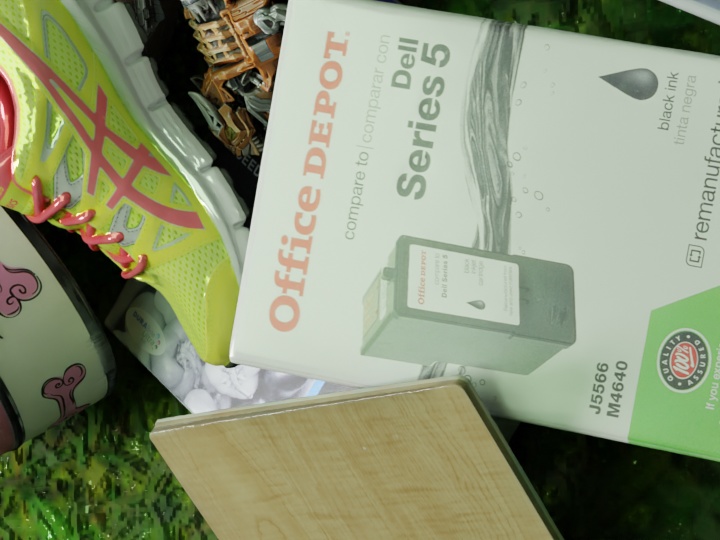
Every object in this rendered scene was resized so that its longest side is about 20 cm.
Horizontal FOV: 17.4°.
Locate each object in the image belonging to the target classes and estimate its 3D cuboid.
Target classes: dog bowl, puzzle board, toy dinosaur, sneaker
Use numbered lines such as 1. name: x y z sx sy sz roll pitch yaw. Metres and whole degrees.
1. dog bowl: -0.205 0.005 1.071 0.200 0.200 0.074 31 65 36
2. puzzle board: 0.025 0.124 0.914 0.151 0.017 0.200 -11 122 36
3. toy dinosaur: -0.031 -0.147 0.962 0.135 0.200 0.102 -4 41 1
4. sneaker: -0.113 -0.039 0.984 0.200 0.090 0.078 59 161 -3

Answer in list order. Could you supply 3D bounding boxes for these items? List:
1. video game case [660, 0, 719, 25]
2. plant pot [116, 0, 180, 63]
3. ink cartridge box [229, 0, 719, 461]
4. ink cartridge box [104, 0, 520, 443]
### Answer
1. video game case: 0.115 -0.190 0.832 0.200 0.023 0.183 34 115 53
2. plant pot: -0.151 -0.137 1.112 0.201 0.093 0.201 -4 83 38
3. ink cartridge box: 0.063 -0.017 0.887 0.200 0.084 0.146 10 92 12
4. ink cartridge box: 0.000 0.000 1.010 0.198 0.043 0.200 42 109 34
